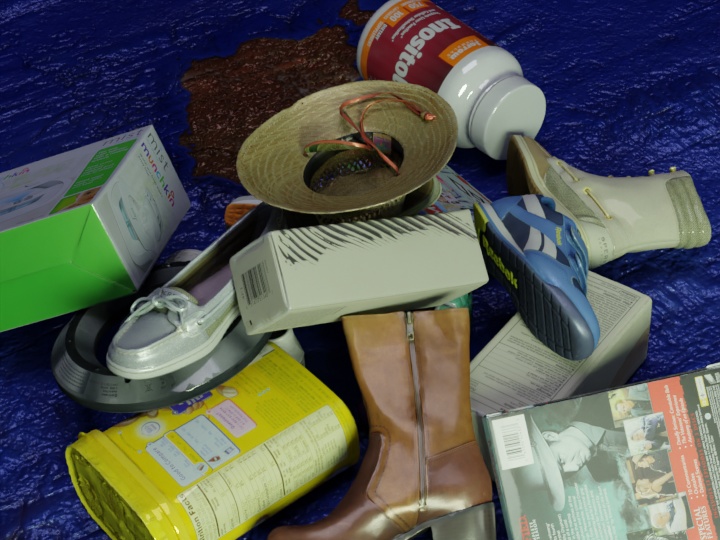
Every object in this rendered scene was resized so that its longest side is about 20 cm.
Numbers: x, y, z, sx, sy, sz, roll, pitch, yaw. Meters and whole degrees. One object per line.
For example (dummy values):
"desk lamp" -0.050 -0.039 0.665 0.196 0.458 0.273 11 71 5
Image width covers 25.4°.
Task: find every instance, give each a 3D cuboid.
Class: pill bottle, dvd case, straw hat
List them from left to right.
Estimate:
"straw hat" -0.002 -0.075 1.364 0.201 0.085 0.201 -6 38 5
"pill bottle" 0.096 -0.199 1.663 0.113 0.113 0.200 -30 48 -25
"dvd case" 0.208 0.165 1.260 0.200 0.022 0.146 -12 84 -9

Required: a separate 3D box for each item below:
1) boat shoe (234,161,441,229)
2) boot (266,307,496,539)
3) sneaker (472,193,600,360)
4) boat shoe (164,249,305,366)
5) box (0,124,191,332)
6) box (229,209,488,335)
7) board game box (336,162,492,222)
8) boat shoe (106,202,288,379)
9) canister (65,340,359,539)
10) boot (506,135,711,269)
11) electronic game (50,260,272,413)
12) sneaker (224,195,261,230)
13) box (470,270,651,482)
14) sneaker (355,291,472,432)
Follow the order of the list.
"boat shoe" -0.023 -0.046 1.449 0.200 0.063 0.073 -25 73 9
"boot" 0.007 0.131 1.264 0.188 0.068 0.200 -9 77 3
"sneaker" 0.164 -0.004 1.361 0.082 0.074 0.200 -15 42 -13
"boat shoe" -0.121 0.028 1.466 0.072 0.066 0.200 -25 46 -20
"box" -0.279 -0.033 1.457 0.200 0.097 0.177 -15 25 20
"box" 0.000 0.000 1.312 0.200 0.082 0.069 -8 78 -35
"board game box" 0.060 -0.071 1.544 0.134 0.029 0.200 2 31 -43
"boat shoe" -0.132 0.017 1.314 0.202 0.065 0.074 -36 38 -30
"canister" -0.118 0.154 1.315 0.200 0.087 0.148 -29 46 -27
"boot" 0.236 -0.074 1.549 0.154 0.072 0.200 -11 37 -12
"electronic game" -0.170 0.054 1.373 0.200 0.042 0.200 -10 33 7
"sneaker" -0.030 -0.037 1.533 0.200 0.076 0.092 14 32 1
"box" 0.160 0.090 1.367 0.095 0.078 0.200 26 50 29
"sneaker" 0.046 0.065 1.411 0.087 0.075 0.200 3 43 15
